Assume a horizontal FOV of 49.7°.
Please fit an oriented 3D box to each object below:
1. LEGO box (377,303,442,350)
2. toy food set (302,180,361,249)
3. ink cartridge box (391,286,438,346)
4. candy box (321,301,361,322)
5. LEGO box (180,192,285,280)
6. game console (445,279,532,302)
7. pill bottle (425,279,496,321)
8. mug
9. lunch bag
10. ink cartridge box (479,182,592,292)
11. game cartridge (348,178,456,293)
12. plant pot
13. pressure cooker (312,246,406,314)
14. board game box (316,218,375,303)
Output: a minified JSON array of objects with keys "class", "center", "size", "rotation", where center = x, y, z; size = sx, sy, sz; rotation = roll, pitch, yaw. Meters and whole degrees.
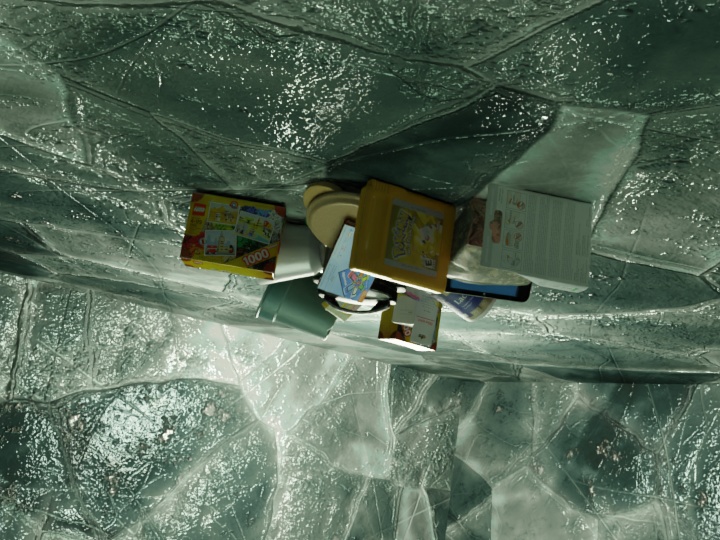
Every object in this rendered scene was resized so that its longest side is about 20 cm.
[{"class":"LEGO box","center":[0.138,0.102,2.065],"size":[0.149,0.200,0.077],"rotation":[18,165,-35]},{"class":"toy food set","center":[-0.016,-0.095,1.539],"size":[0.200,0.049,0.198],"rotation":[8,146,10]},{"class":"ink cartridge box","center":[0.141,0.083,1.953],"size":[0.067,0.200,0.116],"rotation":[4,171,35]},{"class":"candy box","center":[0.003,0.038,1.918],"size":[0.026,0.200,0.102],"rotation":[50,-175,33]},{"class":"LEGO box","center":[-0.271,-0.073,1.676],"size":[0.200,0.149,0.077],"rotation":[9,167,-3]},{"class":"game console","center":[0.279,-0.016,1.660],"size":[0.200,0.119,0.172],"rotation":[7,167,4]},{"class":"pill bottle","center":[0.212,0.023,1.800],"size":[0.200,0.116,0.116],"rotation":[33,158,-20]},{"class":"mug","center":[-0.160,-0.057,1.814],"size":[0.153,0.187,0.150],"rotation":[-2,132,9]},{"class":"lunch bag","center":[0.278,-0.043,1.512],"size":[0.200,0.118,0.164],"rotation":[13,155,-7]},{"class":"ink cartridge box","center":[0.308,-0.057,1.373],"size":[0.200,0.161,0.050],"rotation":[10,163,-6]},{"class":"game cartridge","center":[0.082,-0.064,1.457],"size":[0.200,0.177,0.032],"rotation":[15,166,-27]},{"class":"plant pot","center":[-0.147,0.076,2.034],"size":[0.196,0.200,0.200],"rotation":[27,165,-3]},{"class":"pressure cooker","center":[-0.001,-0.001,1.724],"size":[0.178,0.200,0.176],"rotation":[19,160,-38]},{"class":"board game box","center":[-0.012,-0.016,1.562],"size":[0.103,0.019,0.200],"rotation":[20,136,-6]}]
